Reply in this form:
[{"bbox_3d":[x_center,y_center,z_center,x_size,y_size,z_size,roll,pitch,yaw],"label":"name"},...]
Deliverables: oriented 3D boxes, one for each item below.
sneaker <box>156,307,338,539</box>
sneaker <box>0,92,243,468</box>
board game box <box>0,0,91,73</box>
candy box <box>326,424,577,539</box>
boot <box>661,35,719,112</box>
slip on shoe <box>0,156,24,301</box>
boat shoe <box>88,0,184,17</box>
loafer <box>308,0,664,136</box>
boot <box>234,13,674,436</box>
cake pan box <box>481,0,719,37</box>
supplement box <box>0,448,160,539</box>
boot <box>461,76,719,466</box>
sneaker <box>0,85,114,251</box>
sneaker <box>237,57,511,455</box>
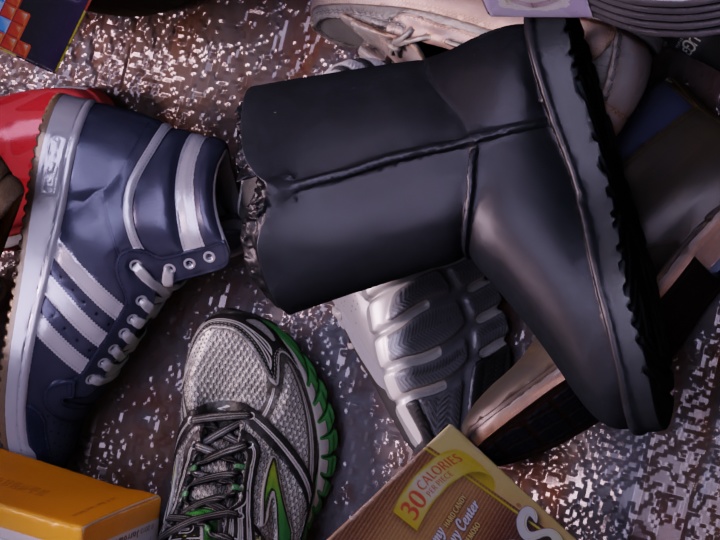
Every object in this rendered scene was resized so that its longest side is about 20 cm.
[{"bbox_3d":[-0.059,0.117,1.415,0.078,0.085,0.200,-6,81,24],"label":"sneaker"},{"bbox_3d":[-0.116,0.018,1.461,0.108,0.070,0.200,10,103,6],"label":"sneaker"},{"bbox_3d":[-0.154,-0.196,1.446,0.165,0.057,0.200,-62,20,6],"label":"board game box"},{"bbox_3d":[0.071,0.176,1.302,0.200,0.115,0.055,43,137,7],"label":"candy box"},{"bbox_3d":[0.227,-0.125,1.310,0.162,0.073,0.198,41,69,4],"label":"boot"},{"bbox_3d":[-0.209,0.007,1.466,0.061,0.076,0.200,32,133,11],"label":"slip on shoe"},{"bbox_3d":[-0.081,-0.173,1.443,0.200,0.072,0.068,-5,76,47],"label":"boat shoe"},{"bbox_3d":[0.049,-0.103,1.379,0.200,0.072,0.063,9,78,40],"label":"loafer"},{"bbox_3d":[0.039,-0.006,1.299,0.168,0.076,0.200,-17,81,15],"label":"boot"},{"bbox_3d":[0.153,-0.193,1.267,0.184,0.052,0.200,1,57,23],"label":"cake pan box"},{"bbox_3d":[-0.176,0.196,1.440,0.126,0.074,0.200,14,106,26],"label":"supplement box"},{"bbox_3d":[0.109,0.001,1.361,0.200,0.075,0.097,-39,64,5],"label":"boot"},{"bbox_3d":[-0.227,-0.047,1.495,0.200,0.116,0.078,-23,75,21],"label":"sneaker"},{"bbox_3d":[0.000,0.000,1.420,0.115,0.075,0.200,-10,97,52],"label":"sneaker"}]
